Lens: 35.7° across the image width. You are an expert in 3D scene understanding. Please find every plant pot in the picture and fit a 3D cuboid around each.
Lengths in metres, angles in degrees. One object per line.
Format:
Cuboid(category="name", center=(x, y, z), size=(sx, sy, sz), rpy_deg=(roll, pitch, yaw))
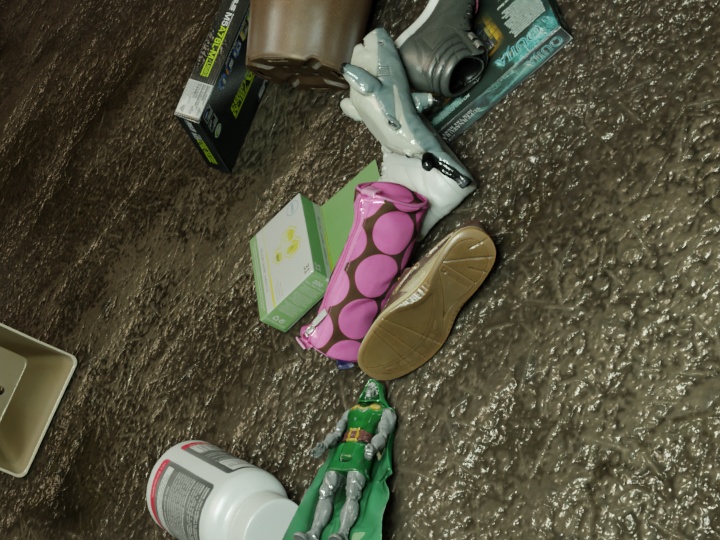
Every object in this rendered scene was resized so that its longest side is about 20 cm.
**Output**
Cuboid(category="plant pot", center=(-0.067, -0.356, 1.491), size=(0.199, 0.198, 0.202), rpy_deg=(1, 80, 50))
Cuboid(category="plant pot", center=(-0.593, 0.184, 1.769), size=(0.176, 0.198, 0.202), rpy_deg=(3, 67, 64))

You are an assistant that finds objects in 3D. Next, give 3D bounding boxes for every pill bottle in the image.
Cuboid(category="pill bottle", center=(-0.145, 0.263, 1.228), size=(0.199, 0.110, 0.112), rpy_deg=(11, 74, 53))

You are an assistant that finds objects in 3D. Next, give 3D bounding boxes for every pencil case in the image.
Cuboid(category="pencil case", center=(0.000, 0.000, 1.214), size=(0.091, 0.093, 0.203), rpy_deg=(37, 111, 50))

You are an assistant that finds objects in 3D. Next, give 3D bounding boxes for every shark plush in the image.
Cuboid(category="shark plush", center=(0.052, -0.174, 1.201), size=(0.083, 0.091, 0.200), rpy_deg=(-35, 63, -14))

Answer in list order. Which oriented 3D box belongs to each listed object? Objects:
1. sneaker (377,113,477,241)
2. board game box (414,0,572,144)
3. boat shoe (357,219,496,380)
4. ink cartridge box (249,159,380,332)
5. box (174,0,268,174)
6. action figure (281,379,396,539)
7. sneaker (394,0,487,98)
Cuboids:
Cuboid(category="sneaker", center=(0.035, -0.127, 1.279), size=(0.116, 0.073, 0.201), rpy_deg=(-46, 59, 21))
Cuboid(category="board game box", center=(0.145, -0.251, 1.302), size=(0.199, 0.028, 0.137), rpy_deg=(-39, 43, 27))
Cuboid(category="boat shoe", center=(0.068, 0.028, 1.182), size=(0.201, 0.072, 0.072), rpy_deg=(-54, 13, 18))
Cuboid(category="ink cartridge box", center=(-0.053, -0.039, 1.381), size=(0.200, 0.048, 0.147), rpy_deg=(-42, 39, 26))
Cuboid(category="box", center=(-0.187, -0.265, 1.594), size=(0.047, 0.193, 0.203), rpy_deg=(18, 76, 14))
Cuboid(category="action figure", center=(-0.009, 0.194, 1.136), size=(0.116, 0.055, 0.202), rpy_deg=(-4, 43, 26))
Cuboid(category="sneaker", center=(0.118, -0.272, 1.279), size=(0.098, 0.071, 0.201), rpy_deg=(28, 68, 25))
